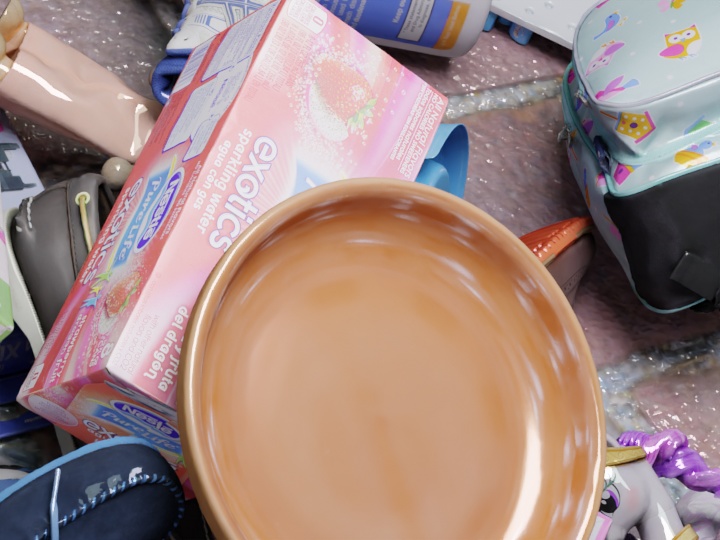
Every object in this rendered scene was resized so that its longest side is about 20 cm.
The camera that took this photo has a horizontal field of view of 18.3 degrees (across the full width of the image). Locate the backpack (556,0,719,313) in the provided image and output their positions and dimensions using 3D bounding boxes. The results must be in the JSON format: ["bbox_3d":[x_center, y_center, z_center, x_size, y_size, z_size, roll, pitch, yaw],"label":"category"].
[{"bbox_3d":[0.195,-0.086,1.212,0.175,0.154,0.200,-23,20,2],"label":"backpack"}]

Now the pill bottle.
[{"bbox_3d":[-0.025,-0.193,1.288,0.199,0.112,0.112,9,48,-12],"label":"pill bottle"}]

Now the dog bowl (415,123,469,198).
[{"bbox_3d":[0.000,0.000,1.134,0.049,0.112,0.200,16,45,13],"label":"dog bowl"}]

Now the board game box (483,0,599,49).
[{"bbox_3d":[0.192,-0.175,1.408,0.200,0.026,0.200,26,46,4],"label":"board game box"}]

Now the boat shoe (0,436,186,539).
[{"bbox_3d":[-0.144,0.153,0.890,0.200,0.084,0.069,-43,41,-2],"label":"boat shoe"}]

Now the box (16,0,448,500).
[{"bbox_3d":[-0.054,-0.010,0.988,0.095,0.103,0.200,34,63,-20],"label":"box"}]

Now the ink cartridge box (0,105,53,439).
[{"bbox_3d":[-0.205,-0.004,1.111,0.119,0.042,0.200,-13,57,-28],"label":"ink cartridge box"}]

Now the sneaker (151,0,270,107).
[{"bbox_3d":[-0.072,-0.121,1.147,0.088,0.075,0.200,-13,39,-18],"label":"sneaker"}]

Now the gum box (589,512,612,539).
[{"bbox_3d":[0.035,0.185,0.974,0.066,0.114,0.200,28,47,6],"label":"gum box"}]

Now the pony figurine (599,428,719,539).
[{"bbox_3d":[0.191,0.134,1.066,0.193,0.167,0.200,-22,76,-20],"label":"pony figurine"}]

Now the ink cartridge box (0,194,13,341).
[{"bbox_3d":[-0.223,-0.033,1.000,0.117,0.067,0.200,41,13,-26],"label":"ink cartridge box"}]

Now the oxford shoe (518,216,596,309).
[{"bbox_3d":[0.077,0.035,1.171,0.200,0.071,0.073,-42,106,-48],"label":"oxford shoe"}]

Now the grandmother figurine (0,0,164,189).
[{"bbox_3d":[-0.108,-0.068,1.166,0.200,0.061,0.121,31,43,-12],"label":"grandmother figurine"}]

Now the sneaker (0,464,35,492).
[{"bbox_3d":[-0.141,0.168,0.954,0.077,0.076,0.200,-6,52,-29],"label":"sneaker"}]

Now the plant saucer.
[{"bbox_3d":[0.012,0.062,0.926,0.200,0.037,0.201,9,72,-28],"label":"plant saucer"}]

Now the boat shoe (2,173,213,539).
[{"bbox_3d":[-0.110,0.052,1.035,0.060,0.072,0.202,-27,80,13],"label":"boat shoe"}]
